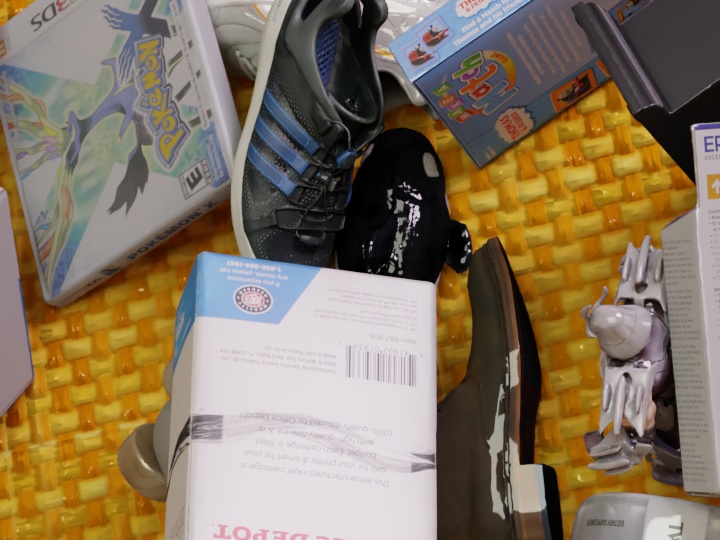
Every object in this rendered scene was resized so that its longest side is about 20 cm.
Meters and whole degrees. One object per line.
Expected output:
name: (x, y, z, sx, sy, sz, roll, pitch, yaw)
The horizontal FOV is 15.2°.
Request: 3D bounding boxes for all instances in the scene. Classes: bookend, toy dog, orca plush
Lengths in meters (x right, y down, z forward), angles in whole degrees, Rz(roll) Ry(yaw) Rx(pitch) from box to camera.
bookend: (0.257, -0.126, 1.524, 0.198, 0.200, 0.092, -36, 49, 13)
toy dog: (-0.063, 0.140, 1.626, 0.132, 0.096, 0.201, -30, 72, 43)
orca plush: (0.000, 0.000, 1.658, 0.105, 0.071, 0.201, 23, 81, 23)

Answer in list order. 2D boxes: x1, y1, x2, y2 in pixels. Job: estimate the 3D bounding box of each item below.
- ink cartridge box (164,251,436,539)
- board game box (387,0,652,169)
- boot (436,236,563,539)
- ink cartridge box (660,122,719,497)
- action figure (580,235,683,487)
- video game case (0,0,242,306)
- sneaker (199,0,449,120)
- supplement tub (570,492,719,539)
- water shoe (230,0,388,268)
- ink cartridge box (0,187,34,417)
ink cartridge box: (-0.035, 0.103, 1.544, 0.144, 0.084, 0.201, 8, 60, -12)
board game box: (0.126, -0.153, 1.621, 0.200, 0.151, 0.037, -35, 65, 4)
boot: (0.060, 0.081, 1.611, 0.096, 0.075, 0.201, -11, 72, 12)
ink cartridge box: (0.256, 0.015, 1.488, 0.043, 0.196, 0.201, -5, 90, 59)
action figure: (0.166, 0.061, 1.511, 0.069, 0.200, 0.131, 11, 73, 33)
video game case: (-0.160, -0.105, 1.734, 0.182, 0.022, 0.201, -32, 64, 33)
sneaker: (-0.033, -0.132, 1.707, 0.199, 0.076, 0.092, -2, 70, 18)
supplement tub: (0.163, 0.233, 1.502, 0.122, 0.123, 0.201, 6, 75, 20)
water shoe: (-0.028, -0.078, 1.627, 0.079, 0.071, 0.201, 5, 92, 53)
ink cartridge box: (-0.319, 0.014, 1.712, 0.199, 0.147, 0.086, 8, 33, 20)
